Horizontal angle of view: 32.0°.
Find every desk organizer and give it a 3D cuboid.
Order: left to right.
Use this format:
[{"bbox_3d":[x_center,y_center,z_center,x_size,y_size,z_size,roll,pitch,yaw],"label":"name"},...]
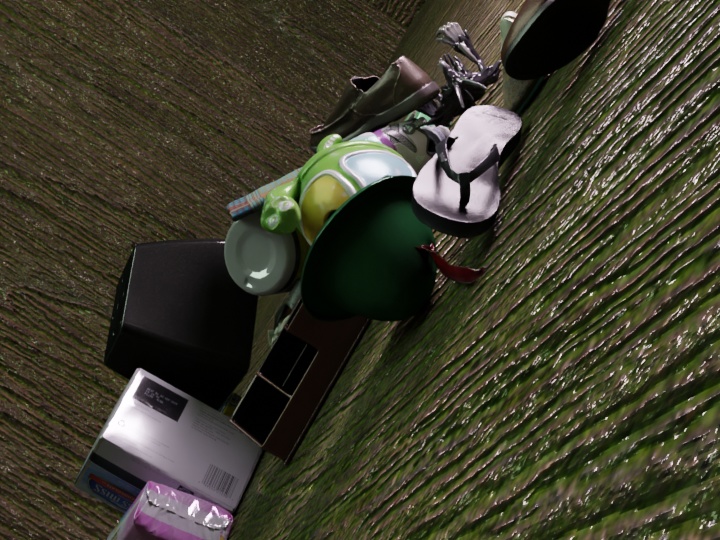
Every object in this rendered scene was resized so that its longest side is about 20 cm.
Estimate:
[{"bbox_3d":[-0.069,0.112,1.438,0.201,0.077,0.072,-60,6,-2],"label":"desk organizer"}]

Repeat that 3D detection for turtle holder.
[{"bbox_3d":[-0.008,-0.073,1.368,0.141,0.185,0.132,-53,34,11],"label":"turtle holder"}]

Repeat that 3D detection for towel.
[{"bbox_3d":[-0.083,-0.120,1.634,0.199,0.022,0.147,-27,8,-5],"label":"towel"}]

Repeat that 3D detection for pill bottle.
[{"bbox_3d":[-0.083,-0.030,1.717,0.200,0.114,0.115,-9,-43,-57],"label":"pill bottle"}]

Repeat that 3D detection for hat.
[{"bbox_3d":[0.057,0.025,1.131,0.200,0.176,0.166,7,-62,-55],"label":"hat"}]

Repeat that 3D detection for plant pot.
[{"bbox_3d":[-0.255,0.065,1.764,0.200,0.177,0.201,130,150,-56],"label":"plant pot"}]

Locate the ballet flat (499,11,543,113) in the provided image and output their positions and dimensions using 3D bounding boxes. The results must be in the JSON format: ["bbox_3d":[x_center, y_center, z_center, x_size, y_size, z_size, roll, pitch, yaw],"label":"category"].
[{"bbox_3d":[0.175,-0.243,1.200,0.200,0.067,0.068,-57,7,28],"label":"ballet flat"}]

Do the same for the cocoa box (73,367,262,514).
[{"bbox_3d":[-0.252,0.253,1.661,0.131,0.199,0.134,-54,9,43],"label":"cocoa box"}]

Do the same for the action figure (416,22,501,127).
[{"bbox_3d":[0.105,-0.234,1.552,0.119,0.102,0.200,-46,5,1],"label":"action figure"}]

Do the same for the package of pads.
[{"bbox_3d":[-0.251,0.348,1.587,0.200,0.120,0.076,-52,15,48],"label":"package of pads"}]

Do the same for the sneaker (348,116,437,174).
[{"bbox_3d":[0.050,-0.118,1.536,0.139,0.078,0.200,-28,-18,-16],"label":"sneaker"}]

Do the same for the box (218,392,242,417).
[{"bbox_3d":[-0.202,0.257,1.834,0.200,0.070,0.064,-51,8,52],"label":"box"}]

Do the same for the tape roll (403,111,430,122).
[{"bbox_3d":[0.060,-0.151,1.765,0.201,0.048,0.200,-58,7,12],"label":"tape roll"}]

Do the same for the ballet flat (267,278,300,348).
[{"bbox_3d":[-0.091,0.076,1.682,0.069,0.068,0.200,-55,-10,-31],"label":"ballet flat"}]

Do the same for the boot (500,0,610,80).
[{"bbox_3d":[0.150,-0.281,1.128,0.189,0.068,0.200,-58,40,13],"label":"boot"}]

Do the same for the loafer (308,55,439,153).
[{"bbox_3d":[0.008,-0.203,1.522,0.200,0.071,0.073,-24,7,38],"label":"loafer"}]

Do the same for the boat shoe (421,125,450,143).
[{"bbox_3d":[0.035,-0.126,1.629,0.199,0.074,0.065,-25,7,27],"label":"boat shoe"}]

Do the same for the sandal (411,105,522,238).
[{"bbox_3d":[0.093,-0.097,1.095,0.200,0.076,0.043,-67,-15,-50],"label":"sandal"}]
